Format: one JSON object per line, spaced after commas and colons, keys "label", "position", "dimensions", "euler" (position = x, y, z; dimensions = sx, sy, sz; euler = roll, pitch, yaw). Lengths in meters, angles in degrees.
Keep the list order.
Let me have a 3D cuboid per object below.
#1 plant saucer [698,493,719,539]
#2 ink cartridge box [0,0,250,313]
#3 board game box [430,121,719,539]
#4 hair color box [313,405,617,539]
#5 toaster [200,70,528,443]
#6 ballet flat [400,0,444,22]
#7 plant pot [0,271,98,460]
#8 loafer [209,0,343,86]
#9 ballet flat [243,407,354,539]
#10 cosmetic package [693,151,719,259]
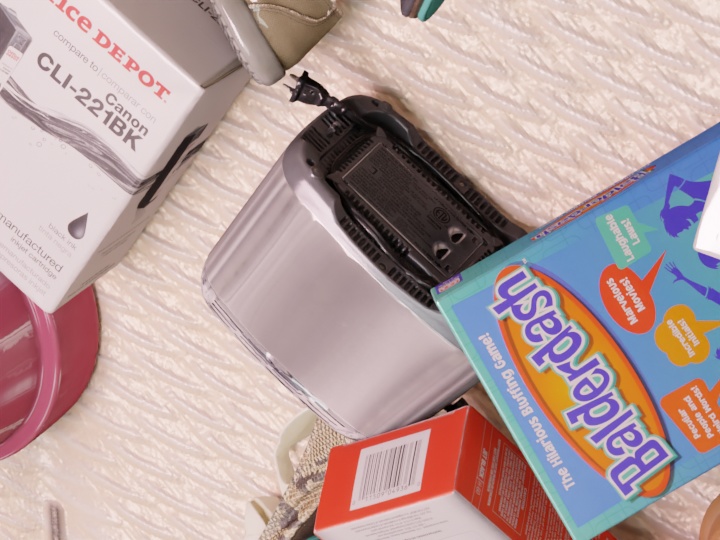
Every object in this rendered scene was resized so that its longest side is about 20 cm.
{"label": "plant saucer", "position": [0.252, 0.201, 1.581], "dimensions": [0.200, 0.032, 0.201], "euler": [40, 148, 31]}
{"label": "ink cartridge box", "position": [-0.166, -0.099, 1.687], "dimensions": [0.144, 0.084, 0.200], "euler": [42, 126, 5]}
{"label": "board game box", "position": [0.159, 0.027, 1.531], "dimensions": [0.200, 0.045, 0.152], "euler": [-31, 99, 3]}
{"label": "hair color box", "position": [0.076, 0.162, 1.643], "dimensions": [0.101, 0.061, 0.200], "euler": [-18, 133, 34]}
{"label": "toaster", "position": [0.000, 0.000, 1.627], "dimensions": [0.200, 0.114, 0.129], "euler": [43, 129, 0]}
{"label": "ballet flat", "position": [0.059, -0.221, 1.511], "dimensions": [0.073, 0.073, 0.200], "euler": [39, 120, 7]}
{"label": "plant pot", "position": [-0.285, 0.048, 1.769], "dimensions": [0.199, 0.179, 0.201], "euler": [13, 120, 23]}
{"label": "loafer", "position": [-0.072, -0.202, 1.602], "dimensions": [0.070, 0.075, 0.200], "euler": [-27, 96, -3]}
{"label": "ballet flat", "position": [-0.030, 0.137, 1.751], "dimensions": [0.075, 0.068, 0.200], "euler": [45, 124, 30]}
{"label": "cosmetic package", "position": [0.289, -0.078, 1.392], "dimensions": [0.199, 0.123, 0.201], "euler": [20, 104, 20]}
